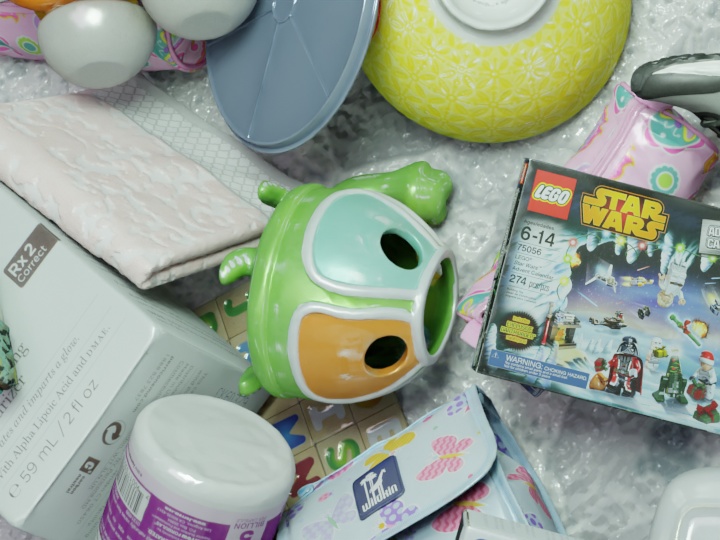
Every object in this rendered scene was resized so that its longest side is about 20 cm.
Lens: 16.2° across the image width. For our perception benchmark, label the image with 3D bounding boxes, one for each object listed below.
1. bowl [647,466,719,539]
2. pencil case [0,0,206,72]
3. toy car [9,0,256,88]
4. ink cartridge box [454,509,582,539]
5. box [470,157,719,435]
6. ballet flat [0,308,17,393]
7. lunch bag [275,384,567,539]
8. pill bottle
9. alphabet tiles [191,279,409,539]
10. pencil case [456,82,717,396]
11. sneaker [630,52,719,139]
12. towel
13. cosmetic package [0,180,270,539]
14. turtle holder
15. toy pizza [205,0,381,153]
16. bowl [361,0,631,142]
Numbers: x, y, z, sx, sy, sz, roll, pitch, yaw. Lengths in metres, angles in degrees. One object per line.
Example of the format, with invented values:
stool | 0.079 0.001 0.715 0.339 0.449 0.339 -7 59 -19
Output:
bowl | 0.255 0.214 1.532 0.198 0.075 0.202 5 75 24
pencil case | -0.200 -0.191 1.850 0.199 0.087 0.088 8 78 27
toy car | -0.168 -0.236 1.710 0.199 0.150 0.176 -21 62 26
ink cartridge box | 0.129 0.259 1.497 0.198 0.047 0.199 16 104 -3
box | 0.181 0.020 1.576 0.198 0.040 0.138 14 92 -4
ballet flat | -0.279 0.002 1.647 0.200 0.074 0.074 36 90 28
lunch bag | 0.046 0.194 1.602 0.169 0.127 0.201 -30 61 11
pill bottle | -0.121 0.191 1.651 0.112 0.112 0.201 37 121 28
alphabet tiles | -0.056 0.098 1.742 0.166 0.008 0.201 -28 65 14
pencil case | 0.145 -0.021 1.637 0.087 0.087 0.200 37 91 28
sneaker | 0.261 -0.087 1.577 0.199 0.074 0.080 16 90 -13
towel | -0.153 -0.068 1.743 0.200 0.190 0.032 35 123 27
cosmetic package | -0.203 0.069 1.722 0.200 0.165 0.165 38 93 31
turtle holder | -0.001 0.012 1.679 0.131 0.185 0.142 5 105 21
toy pizza | -0.039 -0.177 1.697 0.200 0.032 0.202 -16 70 52
bowl | 0.086 -0.190 1.668 0.198 0.108 0.202 0 87 0
